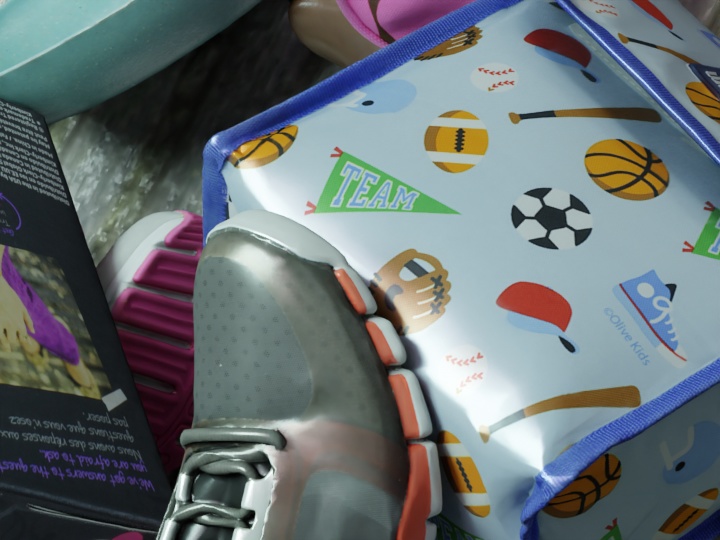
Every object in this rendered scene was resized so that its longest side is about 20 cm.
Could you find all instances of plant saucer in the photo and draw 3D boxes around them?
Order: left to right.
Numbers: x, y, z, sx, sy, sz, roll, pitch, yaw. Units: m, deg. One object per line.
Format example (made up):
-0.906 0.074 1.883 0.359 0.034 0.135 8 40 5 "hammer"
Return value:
-0.084 -0.113 1.072 0.200 0.036 0.200 -30 17 10 "plant saucer"

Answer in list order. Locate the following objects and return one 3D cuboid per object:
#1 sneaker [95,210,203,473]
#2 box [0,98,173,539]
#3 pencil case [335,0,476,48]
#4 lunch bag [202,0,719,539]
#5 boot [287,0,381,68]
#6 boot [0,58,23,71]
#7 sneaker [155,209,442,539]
-0.120 0.061 1.028 0.088 0.081 0.200 27 84 42 "sneaker"
-0.162 0.036 0.952 0.122 0.106 0.200 -40 52 25 "box"
0.047 -0.151 0.957 0.091 0.094 0.200 21 45 4 "pencil case"
0.075 -0.004 0.838 0.200 0.124 0.170 -27 58 -28 "lunch bag"
0.000 0.000 0.982 0.186 0.064 0.200 25 88 42 "boot"
-0.203 -0.106 1.194 0.144 0.072 0.201 -19 64 29 "boot"
-0.028 0.085 0.761 0.077 0.082 0.201 -2 99 51 "sneaker"
